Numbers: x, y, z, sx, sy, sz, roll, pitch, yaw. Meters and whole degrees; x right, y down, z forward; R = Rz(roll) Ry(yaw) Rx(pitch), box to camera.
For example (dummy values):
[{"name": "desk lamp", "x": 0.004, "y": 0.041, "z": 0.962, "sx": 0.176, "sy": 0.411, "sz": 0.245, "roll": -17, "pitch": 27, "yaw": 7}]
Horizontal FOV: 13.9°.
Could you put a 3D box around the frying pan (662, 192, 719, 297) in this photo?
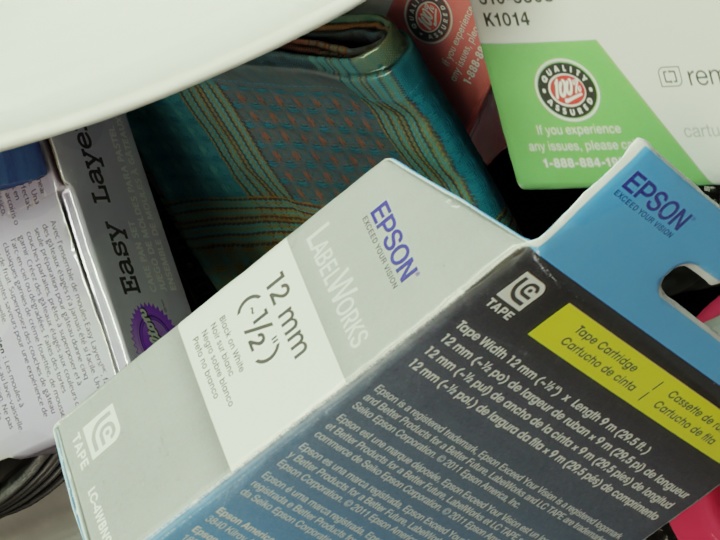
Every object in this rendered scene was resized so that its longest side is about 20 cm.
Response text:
[{"name": "frying pan", "x": 0.144, "y": 0.003, "z": 0.939, "sx": 0.115, "sy": 0.031, "sz": 0.190, "roll": 51, "pitch": 127, "yaw": -3}]

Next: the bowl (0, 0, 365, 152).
[{"name": "bowl", "x": -0.087, "y": -0.142, "z": 0.803, "sx": 0.200, "sy": 0.075, "sz": 0.200, "roll": -22, "pitch": 95, "yaw": -2}]

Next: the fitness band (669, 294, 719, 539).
[{"name": "fitness band", "x": 0.178, "y": 0.052, "z": 0.917, "sx": 0.200, "sy": 0.037, "sz": 0.144, "roll": -25, "pitch": 112, "yaw": 39}]

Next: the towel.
[{"name": "towel", "x": 0.000, "y": 0.000, "z": 0.951, "sx": 0.147, "sy": 0.022, "sz": 0.200, "roll": 4, "pitch": 135, "yaw": 43}]

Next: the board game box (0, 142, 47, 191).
[{"name": "board game box", "x": -0.207, "y": -0.099, "z": 0.912, "sx": 0.200, "sy": 0.043, "sz": 0.199, "roll": -14, "pitch": 90, "yaw": 32}]

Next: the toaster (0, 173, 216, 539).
[{"name": "toaster", "x": -0.128, "y": 0.026, "z": 1.031, "sx": 0.129, "sy": 0.114, "sz": 0.200, "roll": -31, "pitch": 88, "yaw": 33}]

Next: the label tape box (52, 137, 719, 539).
[{"name": "label tape box", "x": 0.033, "y": 0.035, "z": 0.861, "sx": 0.200, "sy": 0.143, "sz": 0.066, "roll": -40, "pitch": 47, "yaw": 17}]

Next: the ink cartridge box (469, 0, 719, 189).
[{"name": "ink cartridge box", "x": 0.094, "y": -0.130, "z": 0.806, "sx": 0.146, "sy": 0.084, "sz": 0.200, "roll": -1, "pitch": 113, "yaw": 43}]

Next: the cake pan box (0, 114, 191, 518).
[{"name": "cake pan box", "x": -0.153, "y": -0.015, "z": 0.943, "sx": 0.184, "sy": 0.052, "sz": 0.200, "roll": -25, "pitch": 80, "yaw": 33}]

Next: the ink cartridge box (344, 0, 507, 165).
[{"name": "ink cartridge box", "x": -0.031, "y": -0.115, "z": 0.942, "sx": 0.200, "sy": 0.067, "sz": 0.117, "roll": 35, "pitch": 139, "yaw": 9}]
